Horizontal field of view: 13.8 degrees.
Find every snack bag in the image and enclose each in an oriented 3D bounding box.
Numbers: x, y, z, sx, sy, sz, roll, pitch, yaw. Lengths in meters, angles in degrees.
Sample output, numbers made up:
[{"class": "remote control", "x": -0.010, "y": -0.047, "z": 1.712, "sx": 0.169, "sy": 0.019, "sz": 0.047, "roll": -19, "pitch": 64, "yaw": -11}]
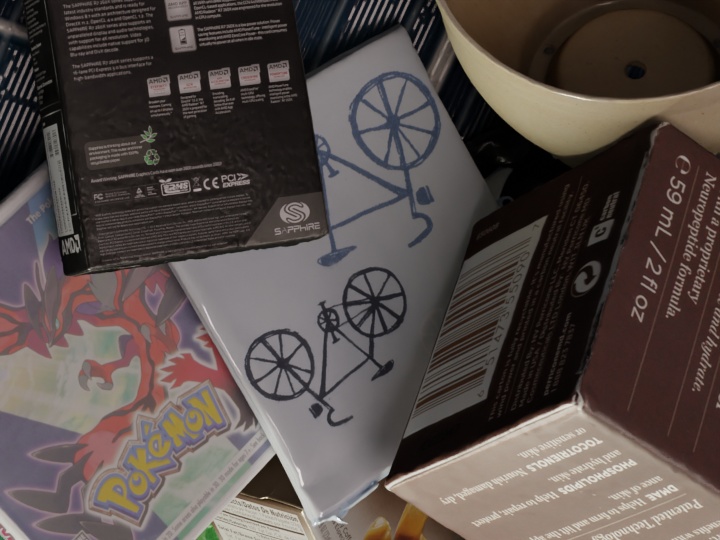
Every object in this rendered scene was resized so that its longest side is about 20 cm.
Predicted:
[{"class": "snack bag", "x": 0.000, "y": 0.000, "z": 1.492, "sx": 0.188, "sy": 0.021, "sz": 0.200, "roll": -32, "pitch": 95, "yaw": -30}]

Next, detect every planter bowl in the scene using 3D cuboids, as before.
[{"class": "planter bowl", "x": 0.135, "y": -0.128, "z": 1.488, "sx": 0.200, "sy": 0.200, "sz": 0.135, "roll": -26, "pitch": 149, "yaw": -11}]

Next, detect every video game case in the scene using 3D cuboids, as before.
[{"class": "video game case", "x": -0.122, "y": 0.043, "z": 1.441, "sx": 0.182, "sy": 0.023, "sz": 0.200, "roll": 48, "pitch": 60, "yaw": -7}]

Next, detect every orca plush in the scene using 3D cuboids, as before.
[{"class": "orca plush", "x": 0.074, "y": -0.014, "z": 1.569, "sx": 0.199, "sy": 0.071, "sz": 0.106, "roll": -15, "pitch": 119, "yaw": -18}]

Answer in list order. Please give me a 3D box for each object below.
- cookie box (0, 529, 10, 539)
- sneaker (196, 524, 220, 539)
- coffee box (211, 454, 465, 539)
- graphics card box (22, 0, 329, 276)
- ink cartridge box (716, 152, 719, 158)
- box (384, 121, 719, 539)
[{"class": "cookie box", "x": -0.249, "y": 0.117, "z": 1.417, "sx": 0.199, "sy": 0.075, "sz": 0.172, "roll": 10, "pitch": 72, "yaw": -20}, {"class": "sneaker", "x": -0.097, "y": 0.186, "z": 1.579, "sx": 0.074, "sy": 0.084, "sz": 0.200, "roll": 31, "pitch": 96, "yaw": -33}, {"class": "coffee box", "x": 0.001, "y": 0.142, "z": 1.569, "sx": 0.114, "sy": 0.080, "sz": 0.200, "roll": -52, "pitch": 138, "yaw": -30}, {"class": "graphics card box", "x": -0.092, "y": -0.104, "z": 1.415, "sx": 0.125, "sy": 0.051, "sz": 0.201, "roll": -9, "pitch": 89, "yaw": -21}, {"class": "ink cartridge box", "x": 0.251, "y": 0.030, "z": 1.628, "sx": 0.083, "sy": 0.144, "sz": 0.201, "roll": -11, "pitch": 117, "yaw": -20}, {"class": "box", "x": 0.152, "y": 0.065, "z": 1.443, "sx": 0.200, "sy": 0.164, "sz": 0.166, "roll": 32, "pitch": 57, "yaw": -20}]
